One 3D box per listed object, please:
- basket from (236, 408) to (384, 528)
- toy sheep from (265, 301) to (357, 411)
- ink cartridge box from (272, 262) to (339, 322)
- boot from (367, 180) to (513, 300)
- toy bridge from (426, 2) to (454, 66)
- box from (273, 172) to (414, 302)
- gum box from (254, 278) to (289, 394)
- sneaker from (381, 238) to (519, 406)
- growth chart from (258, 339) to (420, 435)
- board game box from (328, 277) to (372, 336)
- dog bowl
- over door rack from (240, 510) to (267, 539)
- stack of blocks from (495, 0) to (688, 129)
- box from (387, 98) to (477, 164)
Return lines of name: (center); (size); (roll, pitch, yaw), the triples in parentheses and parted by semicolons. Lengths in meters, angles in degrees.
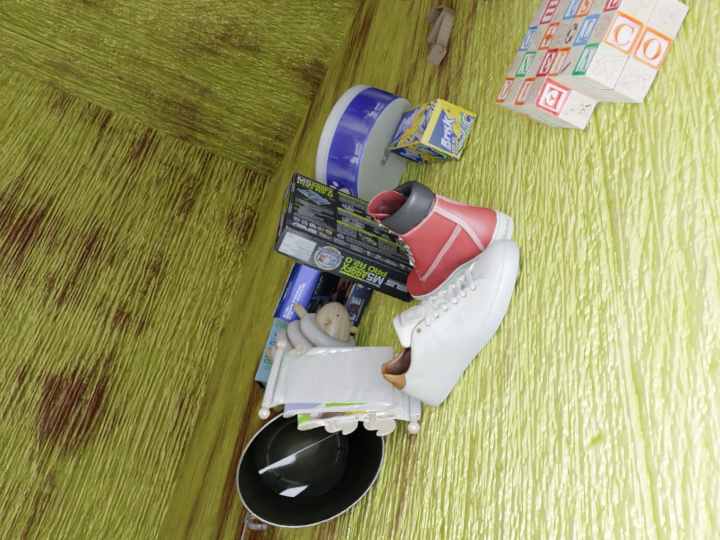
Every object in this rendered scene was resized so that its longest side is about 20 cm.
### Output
basket: (-0.070, 0.235, 0.984); (0.180, 0.136, 0.200); (-25, -2, -10)
toy sheep: (-0.079, 0.136, 1.187); (0.200, 0.138, 0.138); (-60, 15, 15)
ink cartridge box: (-0.086, 0.041, 1.290); (0.100, 0.039, 0.200); (-67, -13, 4)
boot: (0.061, -0.034, 0.864); (0.200, 0.144, 0.072); (133, 154, -60)
toy bridge: (0.150, -0.455, 1.430); (0.067, 0.027, 0.200); (-57, 18, 37)
box: (-0.014, -0.048, 1.061); (0.160, 0.200, 0.044); (-91, 26, -57)
gum box: (-0.128, 0.141, 1.413); (0.170, 0.045, 0.200); (77, -155, -62)
sneaker: (0.085, 0.048, 0.771); (0.200, 0.085, 0.073); (-62, 13, 20)
growth chart: (-0.022, 0.136, 0.894); (0.145, 0.200, 0.018); (-73, -21, -49)
board game box: (0.000, 0.000, 1.292); (0.135, 0.035, 0.200); (-143, 75, -77)
dog bowl: (0.010, -0.200, 1.264); (0.200, 0.079, 0.200); (-49, -29, -40)
over door rack: (-0.173, 0.433, 1.193); (0.200, 0.067, 0.148); (95, -175, -51)
stack of blocks: (0.207, -0.198, 0.724); (0.200, 0.059, 0.115); (-124, 57, -74)
box: (0.102, -0.205, 1.147); (0.200, 0.064, 0.070); (-153, 85, -78)
